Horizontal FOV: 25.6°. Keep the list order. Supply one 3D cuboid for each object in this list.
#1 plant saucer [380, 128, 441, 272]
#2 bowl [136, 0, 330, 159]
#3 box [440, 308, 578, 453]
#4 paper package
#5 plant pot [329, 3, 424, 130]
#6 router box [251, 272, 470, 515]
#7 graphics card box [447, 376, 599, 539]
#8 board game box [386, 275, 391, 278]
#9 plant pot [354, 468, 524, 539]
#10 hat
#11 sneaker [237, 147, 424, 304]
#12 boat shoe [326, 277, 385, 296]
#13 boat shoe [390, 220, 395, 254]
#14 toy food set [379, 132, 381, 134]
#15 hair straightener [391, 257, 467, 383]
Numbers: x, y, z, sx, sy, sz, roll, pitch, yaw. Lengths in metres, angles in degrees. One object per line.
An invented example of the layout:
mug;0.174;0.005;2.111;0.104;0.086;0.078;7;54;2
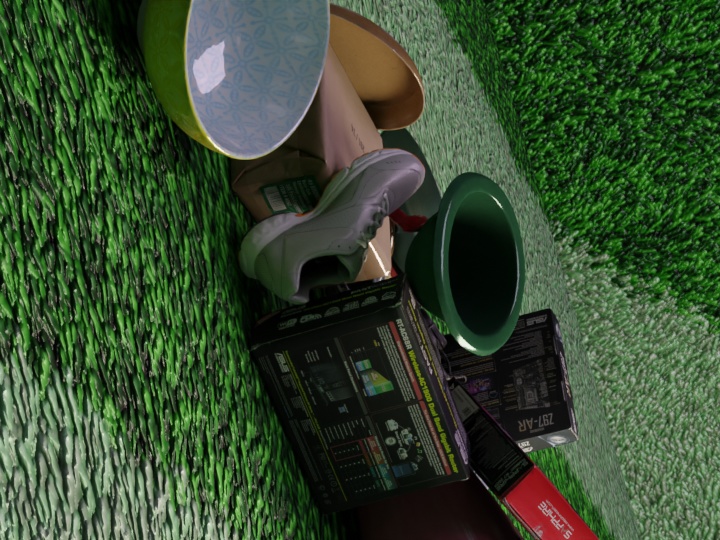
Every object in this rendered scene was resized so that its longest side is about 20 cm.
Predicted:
plant saucer;0.050;-0.068;1.806;0.200;0.036;0.202;162;-90;-76
bowl;-0.124;-0.203;1.337;0.199;0.107;0.203;-28;125;-49
box;0.152;0.147;1.906;0.044;0.198;0.162;51;27;-57
paper package;-0.048;-0.109;1.595;0.201;0.102;0.192;58;22;-51
plant pot;-0.020;-0.216;1.634;0.028;0.198;0.201;-63;146;-23
router box;0.003;0.116;1.468;0.062;0.148;0.202;-79;151;-61
graphics card box;0.145;0.198;1.557;0.126;0.051;0.200;48;-1;-29
board game box;0.034;0.117;1.791;0.152;0.046;0.202;-71;143;-65
plant pot;0.082;0.291;1.557;0.180;0.198;0.200;66;7;33
hat;0.047;-0.002;1.491;0.199;0.174;0.168;8;80;-58
sneaker;-0.010;-0.033;1.461;0.092;0.199;0.076;43;-20;37
boat shoe;0.000;0.000;1.694;0.072;0.062;0.201;26;35;-8
boat shoe;-0.007;-0.099;1.792;0.065;0.072;0.202;-92;167;-60
toy food set;0.036;-0.077;1.987;0.198;0.048;0.203;3;73;-75
hair straightener;0.070;0.049;1.890;0.201;0.041;0.077;55;24;1
